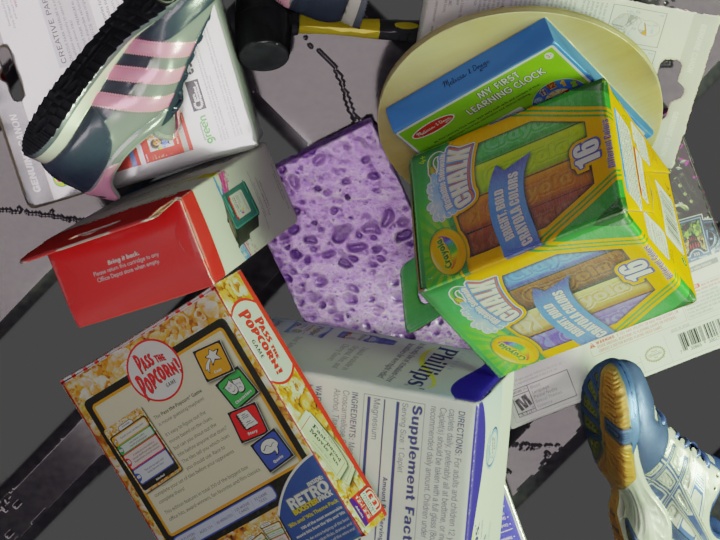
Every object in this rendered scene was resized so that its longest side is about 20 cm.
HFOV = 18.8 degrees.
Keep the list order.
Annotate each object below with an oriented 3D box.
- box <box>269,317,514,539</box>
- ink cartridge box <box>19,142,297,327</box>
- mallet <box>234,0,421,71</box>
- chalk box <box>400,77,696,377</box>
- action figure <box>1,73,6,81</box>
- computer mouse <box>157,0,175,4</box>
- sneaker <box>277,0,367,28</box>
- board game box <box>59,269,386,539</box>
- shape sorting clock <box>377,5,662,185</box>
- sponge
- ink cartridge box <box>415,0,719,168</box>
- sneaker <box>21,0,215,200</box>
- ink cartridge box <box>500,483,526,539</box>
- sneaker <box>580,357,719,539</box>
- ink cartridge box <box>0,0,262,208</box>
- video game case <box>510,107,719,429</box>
[{"bbox_3d":[0.000,0.148,1.574,0.199,0.105,0.185,10,108,17],"label":"box"},{"bbox_3d":[-0.138,-0.021,1.519,0.116,0.200,0.068,-18,100,25],"label":"ink cartridge box"},{"bbox_3d":[0.005,-0.167,1.578,0.199,0.041,0.066,9,59,-5],"label":"mallet"},{"bbox_3d":[0.110,-0.020,1.499,0.199,0.125,0.124,-22,139,20],"label":"chalk box"},{"bbox_3d":[-0.346,-0.091,1.597,0.200,0.052,0.065,-41,92,11],"label":"action figure"},{"bbox_3d":[-0.070,-0.266,1.452,0.199,0.046,0.141,-15,103,-15],"label":"computer mouse"},{"bbox_3d":[-0.018,-0.277,1.529,0.082,0.070,0.201,10,87,-3],"label":"sneaker"},{"bbox_3d":[-0.097,0.123,1.520,0.151,0.046,0.201,-30,92,26],"label":"board game box"},{"bbox_3d":[0.111,-0.110,1.519,0.199,0.039,0.200,-2,142,-2],"label":"shape sorting clock"},{"bbox_3d":[0.000,0.000,1.621,0.111,0.030,0.201,-24,99,5],"label":"sponge"},{"bbox_3d":[0.139,-0.155,1.527,0.199,0.050,0.161,8,142,-1],"label":"ink cartridge box"},{"bbox_3d":[-0.144,-0.138,1.504,0.082,0.070,0.200,39,95,-30],"label":"sneaker"},{"bbox_3d":[0.072,0.191,1.652,0.094,0.037,0.201,-20,97,3],"label":"ink cartridge box"},{"bbox_3d":[0.223,0.140,1.618,0.088,0.075,0.201,-21,122,-8],"label":"sneaker"},{"bbox_3d":[-0.182,-0.165,1.565,0.175,0.084,0.201,-16,99,2],"label":"ink cartridge box"},{"bbox_3d":[0.170,-0.001,1.618,0.199,0.036,0.182,-22,99,4],"label":"video game case"}]
